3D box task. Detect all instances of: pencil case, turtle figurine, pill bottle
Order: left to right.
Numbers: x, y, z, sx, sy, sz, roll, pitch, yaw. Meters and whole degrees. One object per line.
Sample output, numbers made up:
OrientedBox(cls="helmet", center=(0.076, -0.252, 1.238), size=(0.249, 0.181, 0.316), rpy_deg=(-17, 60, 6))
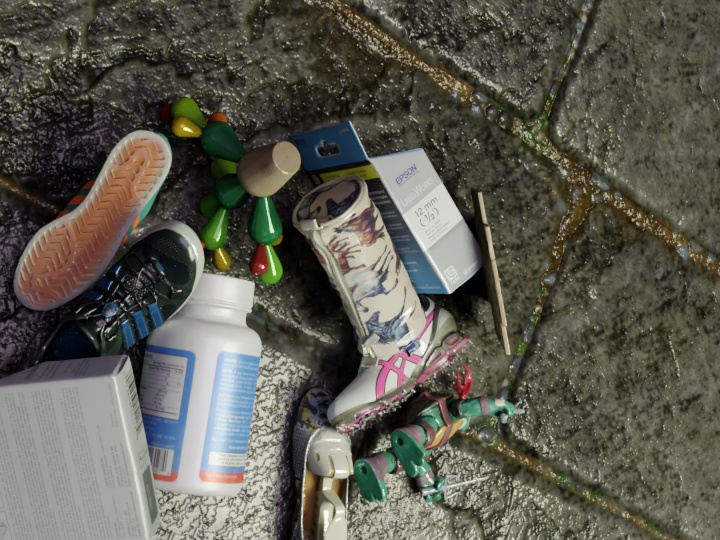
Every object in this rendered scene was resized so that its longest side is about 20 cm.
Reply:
OrientedBox(cls="pill bottle", center=(-0.153, 0.106, 1.098), size=(0.111, 0.112, 0.203), rpy_deg=(11, 84, -28))
OrientedBox(cls="pencil case", center=(0.000, 0.000, 1.130), size=(0.201, 0.077, 0.090), rpy_deg=(64, 36, -38))
OrientedBox(cls="turtle figurine", center=(0.084, 0.180, 1.237), size=(0.199, 0.101, 0.151), rpy_deg=(-15, 139, -51))

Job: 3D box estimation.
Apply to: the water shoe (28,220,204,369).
OrientedBox(cls="water shoe", center=(-0.215, 0.040, 1.029), size=(0.071, 0.079, 0.200), rpy_deg=(44, 110, -5))

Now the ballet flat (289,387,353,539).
OrientedBox(cls="ballet flat", center=(-0.034, 0.224, 1.188), size=(0.071, 0.072, 0.203), rpy_deg=(6, 86, -28))

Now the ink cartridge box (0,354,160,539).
OrientedBox(cls="ink cartridge box", center=(-0.288, 0.165, 1.017), size=(0.197, 0.057, 0.165), rpy_deg=(-4, 108, 10))

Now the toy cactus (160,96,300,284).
OrientedBox(cls="toy cactus", center=(-0.120, -0.083, 1.091), size=(0.102, 0.164, 0.202), rpy_deg=(-19, 88, -38))

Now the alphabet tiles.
OrientedBox(cls="alphabet tiles", center=(0.137, -0.003, 1.227), size=(0.006, 0.200, 0.169), rpy_deg=(-11, 95, 4))

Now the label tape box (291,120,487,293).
OrientedBox(cls="label tape box", center=(0.026, -0.074, 1.183), size=(0.066, 0.143, 0.201), rpy_deg=(-37, 106, -23))

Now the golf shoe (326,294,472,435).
OrientedBox(cls="golf shoe", center=(0.027, 0.099, 1.222), size=(0.199, 0.073, 0.092), rpy_deg=(-34, 79, -38))

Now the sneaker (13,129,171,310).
OrientedBox(cls="sneaker", center=(-0.243, -0.045, 1.079), size=(0.071, 0.080, 0.200), rpy_deg=(41, 92, -5))
